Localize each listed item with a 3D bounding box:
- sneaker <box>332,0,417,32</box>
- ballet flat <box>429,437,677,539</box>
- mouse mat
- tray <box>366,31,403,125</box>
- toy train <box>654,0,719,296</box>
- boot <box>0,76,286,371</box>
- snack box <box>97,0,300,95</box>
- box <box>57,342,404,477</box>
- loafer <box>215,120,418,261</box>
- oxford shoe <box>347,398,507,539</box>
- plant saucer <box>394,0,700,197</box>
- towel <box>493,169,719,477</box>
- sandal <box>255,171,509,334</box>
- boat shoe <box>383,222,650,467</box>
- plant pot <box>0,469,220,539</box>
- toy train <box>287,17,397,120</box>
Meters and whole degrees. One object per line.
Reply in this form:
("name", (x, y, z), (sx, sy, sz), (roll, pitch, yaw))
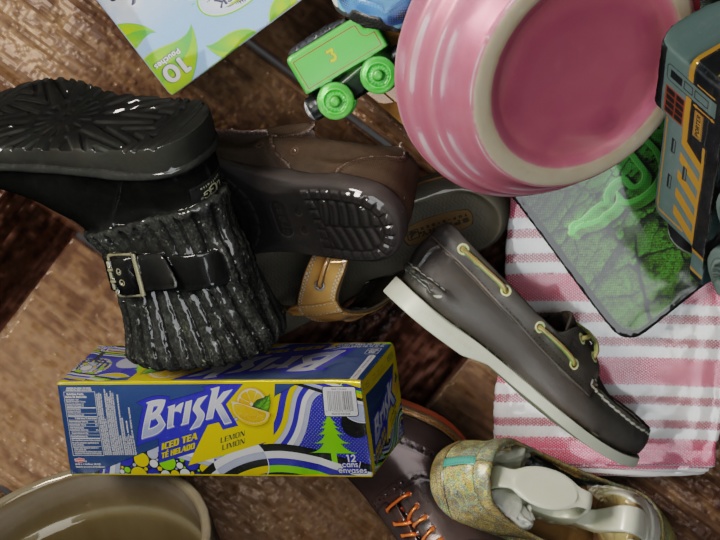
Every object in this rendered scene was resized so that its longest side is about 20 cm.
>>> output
("sneaker", (0.031, -0.232, 1.297), (0.078, 0.090, 0.200), (17, 76, 9))
("ballet flat", (0.136, 0.152, 1.426), (0.200, 0.071, 0.071), (23, 105, -28))
("mouse mat", (0.195, -0.076, 1.406), (0.200, 0.008, 0.161), (-38, 99, -1))
("tray", (0.084, -0.171, 1.380), (0.099, 0.037, 0.200), (39, 100, -12))
("toy train", (0.220, -0.062, 1.315), (0.085, 0.114, 0.200), (-30, 147, -18))
("boot", (-0.149, -0.024, 1.361), (0.211, 0.079, 0.158), (12, 131, 39))
("snack box", (-0.116, -0.227, 1.348), (0.142, 0.053, 0.200), (-35, 104, 8))
("box", (-0.079, 0.084, 1.397), (0.199, 0.070, 0.064), (-1, 108, 19))
("loafer", (-0.049, -0.052, 1.371), (0.200, 0.071, 0.073), (13, 133, 28))
("oxford shoe", (0.044, 0.146, 1.440), (0.200, 0.073, 0.071), (35, 128, -10))
("plant saucer", (0.117, -0.126, 1.314), (0.200, 0.051, 0.201), (-17, 127, -23))
("towel", (0.159, 0.033, 1.447), (0.146, 0.030, 0.201), (2, 103, -3))
("sandal", (0.000, 0.000, 1.402), (0.200, 0.055, 0.082), (-18, 132, 3))
("boat shoe", (0.108, 0.048, 1.391), (0.201, 0.072, 0.061), (36, 92, -21))
("plant pot", (-0.161, 0.249, 1.425), (0.200, 0.200, 0.174), (-18, 122, 3))
("toy train", (0.046, -0.156, 1.346), (0.200, 0.042, 0.056), (-31, 94, 6))
